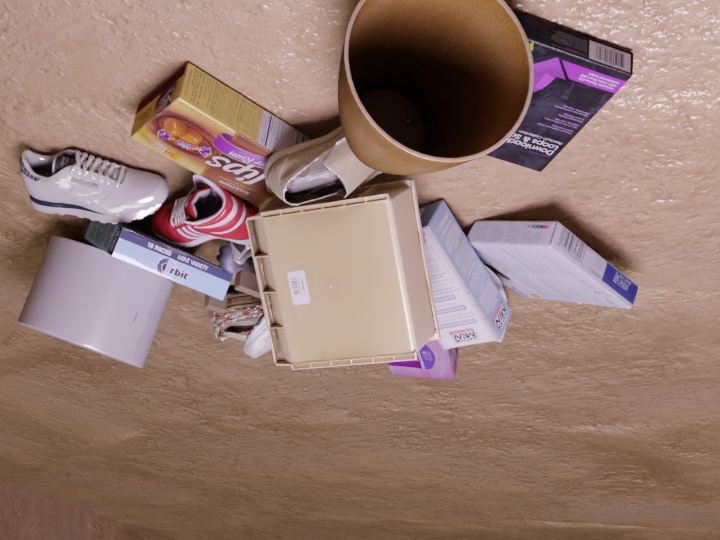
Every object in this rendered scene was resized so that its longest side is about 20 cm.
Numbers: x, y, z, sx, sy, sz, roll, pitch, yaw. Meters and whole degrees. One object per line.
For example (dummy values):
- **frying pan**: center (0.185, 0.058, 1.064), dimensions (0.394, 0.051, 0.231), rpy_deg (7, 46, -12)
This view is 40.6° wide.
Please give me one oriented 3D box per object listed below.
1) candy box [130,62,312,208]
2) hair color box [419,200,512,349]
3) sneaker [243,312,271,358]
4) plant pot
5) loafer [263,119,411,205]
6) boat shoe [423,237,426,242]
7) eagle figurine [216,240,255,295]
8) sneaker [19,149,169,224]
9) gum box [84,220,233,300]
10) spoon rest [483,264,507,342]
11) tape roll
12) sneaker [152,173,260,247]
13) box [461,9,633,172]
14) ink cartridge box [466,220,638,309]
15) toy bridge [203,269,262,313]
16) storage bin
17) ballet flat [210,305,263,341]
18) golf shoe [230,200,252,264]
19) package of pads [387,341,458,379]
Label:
- **candy box**: center (-0.161, -0.157, 1.176), dimensions (0.199, 0.057, 0.116), rpy_deg (30, 145, -33)
- **hair color box**: center (0.113, 0.010, 1.325), dimensions (0.098, 0.061, 0.201), rpy_deg (-13, 121, 40)
- **sneaker**: center (-0.073, 0.073, 1.361), dimensions (0.199, 0.100, 0.078), rpy_deg (-37, -177, 10)
- **plant pot**: center (0.049, -0.172, 0.983), dimensions (0.184, 0.189, 0.200), rpy_deg (15, 166, -12)
- **loafer**: center (-0.015, -0.124, 1.127), dimensions (0.198, 0.069, 0.076), rpy_deg (-22, 136, 9)
- **boat shoe**: center (-0.001, 0.001, 1.275), dimensions (0.066, 0.074, 0.199), rpy_deg (50, 126, 6)
- **eagle figurine**: center (-0.109, 0.021, 1.458), dimensions (0.199, 0.151, 0.153), rpy_deg (34, 112, 14)
- **sneaker**: center (-0.355, -0.118, 1.294), dimensions (0.197, 0.077, 0.081), rpy_deg (2, 134, 3)
- **gum box**: center (-0.291, -0.021, 1.386), dimensions (0.168, 0.045, 0.199), rpy_deg (25, 177, -28)
- **spoon rest**: center (0.173, 0.028, 1.427), dimensions (0.098, 0.061, 0.201), rpy_deg (18, 155, 35)
- **tape roll**: center (-0.400, 0.050, 1.480), dimensions (0.200, 0.141, 0.203), rpy_deg (20, 170, 4)
- **sneaker**: center (-0.225, -0.078, 1.292), dimensions (0.198, 0.072, 0.112), rpy_deg (1, 164, 32)
- **box**: center (0.179, -0.185, 1.048), dimensions (0.141, 0.037, 0.200), rpy_deg (15, 153, -12)
- **ink cartridge box**: center (0.245, -0.011, 1.332), dimensions (0.195, 0.044, 0.199), rpy_deg (31, 166, -36)
- **toy bridge**: center (-0.144, 0.023, 1.355), dimensions (0.067, 0.028, 0.199), rpy_deg (20, 150, -32)
- **storage bin**: center (-0.022, 0.008, 1.194), dimensions (0.196, 0.203, 0.094), rpy_deg (-6, -168, 21)
- **ballet flat**: center (-0.164, 0.087, 1.629), dimensions (0.197, 0.065, 0.076), rpy_deg (-7, 148, 26)
- **golf shoe**: center (-0.082, -0.037, 1.347), dimensions (0.197, 0.089, 0.078), rpy_deg (6, 151, 2)
- **package of pads**: center (0.089, 0.108, 1.582), dimensions (0.119, 0.077, 0.201), rpy_deg (1, 151, 14)
